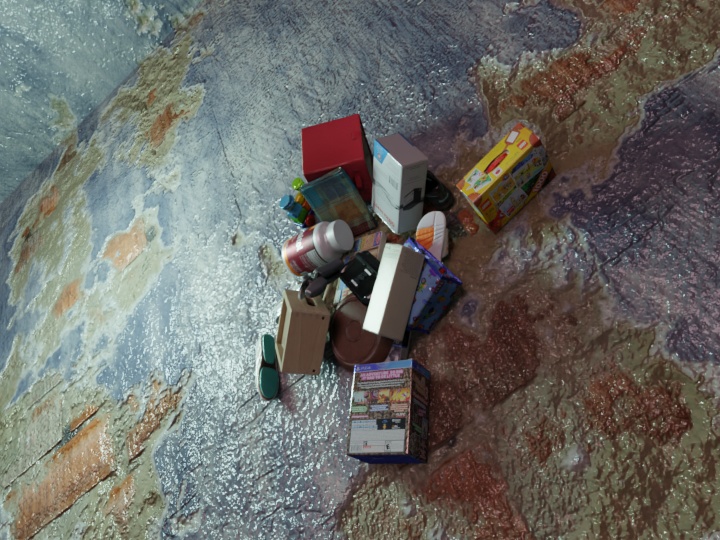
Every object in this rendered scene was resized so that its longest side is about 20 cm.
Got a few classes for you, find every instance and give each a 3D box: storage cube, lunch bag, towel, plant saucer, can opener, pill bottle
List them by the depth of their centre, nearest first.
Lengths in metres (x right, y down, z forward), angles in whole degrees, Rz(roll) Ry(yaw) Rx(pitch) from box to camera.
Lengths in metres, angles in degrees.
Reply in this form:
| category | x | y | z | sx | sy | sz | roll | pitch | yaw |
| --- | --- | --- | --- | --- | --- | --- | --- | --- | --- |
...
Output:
| category | x | y | z | sx | sy | sz | roll | pitch | yaw |
| --- | --- | --- | --- | --- | --- | --- | --- | --- | --- |
| lunch bag | 0.121 | 0.025 | 1.398 | 0.153 | 0.093 | 0.200 | -56 | 48 | 17 |
| plant saucer | -0.008 | 0.146 | 1.423 | 0.196 | 0.034 | 0.207 | -9 | 76 | 37 |
| can opener | -0.089 | 0.027 | 1.475 | 0.065 | 0.199 | 0.055 | 23 | 118 | 22 |
| towel | -0.058 | -0.172 | 1.595 | 0.143 | 0.202 | 0.022 | -21 | 32 | 24 |
| pill bottle | -0.117 | -0.065 | 1.612 | 0.197 | 0.112 | 0.116 | -22 | 54 | 36 |
| storage cube | -0.060 | -0.300 | 1.649 | 0.174 | 0.172 | 0.205 | -11 | 57 | 9 |

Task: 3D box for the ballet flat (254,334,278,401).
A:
| category | x | y | z | sx | sy | sz | roll | pitch | yaw |
| --- | --- | --- | --- | --- | --- | --- | --- | --- | --- |
| ballet flat | -0.261 | 0.272 | 1.593 | 0.068 | 0.069 | 0.204 | -25 | 50 | 21 |

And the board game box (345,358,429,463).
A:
| category | x | y | z | sx | sy | sz | roll | pitch | yaw |
| --- | --- | --- | --- | --- | --- | --- | --- | --- | --- |
| board game box | 0.064 | 0.316 | 1.304 | 0.155 | 0.097 | 0.206 | -10 | 60 | 31 |

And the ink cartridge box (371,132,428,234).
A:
| category | x | y | z | sx | sy | sz | roll | pitch | yaw |
| --- | --- | --- | --- | --- | --- | --- | --- | --- | --- |
| ink cartridge box | 0.097 | -0.222 | 1.504 | 0.082 | 0.204 | 0.146 | -18 | 44 | -22 |

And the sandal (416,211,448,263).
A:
| category | x | y | z | sx | sy | sz | roll | pitch | yaw |
| --- | --- | --- | --- | --- | --- | --- | --- | --- | --- |
| sandal | 0.179 | -0.038 | 1.446 | 0.077 | 0.059 | 0.214 | 5 | 90 | 34 |

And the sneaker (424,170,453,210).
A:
| category | x | y | z | sx | sy | sz | roll | pitch | yaw |
| --- | --- | --- | --- | --- | --- | --- | --- | --- | --- |
| sneaker | 0.169 | -0.236 | 1.543 | 0.076 | 0.079 | 0.200 | -49 | 47 | 2 |

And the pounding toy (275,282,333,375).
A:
| category | x | y | z | sx | sy | sz | roll | pitch | yaw |
| --- | --- | --- | --- | --- | --- | --- | --- | --- | --- |
| pounding toy | -0.132 | 0.135 | 1.489 | 0.200 | 0.138 | 0.190 | -130 | 49 | -68 |

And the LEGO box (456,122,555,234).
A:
| category | x | y | z | sx | sy | sz | roll | pitch | yaw |
| --- | --- | --- | --- | --- | --- | --- | --- | --- | --- |
| LEGO box | 0.340 | -0.211 | 1.358 | 0.200 | 0.148 | 0.078 | -44 | 48 | 7 |

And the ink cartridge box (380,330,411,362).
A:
| category | x | y | z | sx | sy | sz | roll | pitch | yaw |
| --- | --- | --- | --- | --- | --- | --- | --- | --- | --- |
| ink cartridge box | 0.030 | 0.171 | 1.433 | 0.196 | 0.039 | 0.103 | 7 | 86 | 39 |

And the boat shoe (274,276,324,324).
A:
| category | x | y | z | sx | sy | sz | roll | pitch | yaw |
| --- | --- | --- | --- | --- | --- | --- | --- | --- | --- |
| boat shoe | -0.170 | 0.061 | 1.635 | 0.201 | 0.074 | 0.087 | -43 | 45 | 21 |

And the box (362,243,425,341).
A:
| category | x | y | z | sx | sy | sz | roll | pitch | yaw |
| --- | --- | --- | --- | --- | --- | --- | --- | --- | --- |
| box | 0.076 | 0.048 | 1.323 | 0.068 | 0.081 | 0.206 | 12 | 83 | 54 |

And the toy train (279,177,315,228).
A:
| category | x | y | z | sx | sy | sz | roll | pitch | yaw |
| --- | --- | --- | --- | --- | --- | --- | --- | --- | --- |
| toy train | -0.161 | -0.242 | 1.757 | 0.083 | 0.115 | 0.204 | 19 | 78 | 39 |

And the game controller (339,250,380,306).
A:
| category | x | y | z | sx | sy | sz | roll | pitch | yaw |
| --- | --- | --- | --- | --- | --- | --- | --- | --- | --- |
| game controller | 0.015 | 0.017 | 1.445 | 0.104 | 0.042 | 0.200 | -44 | 33 | -1 |

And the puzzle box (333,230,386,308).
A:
| category | x | y | z | sx | sy | sz | roll | pitch | yaw |
| --- | --- | --- | --- | --- | --- | --- | --- | --- | --- |
| puzzle box | 0.000 | 0.000 | 1.544 | 0.130 | 0.025 | 0.205 | -16 | 50 | 36 |
